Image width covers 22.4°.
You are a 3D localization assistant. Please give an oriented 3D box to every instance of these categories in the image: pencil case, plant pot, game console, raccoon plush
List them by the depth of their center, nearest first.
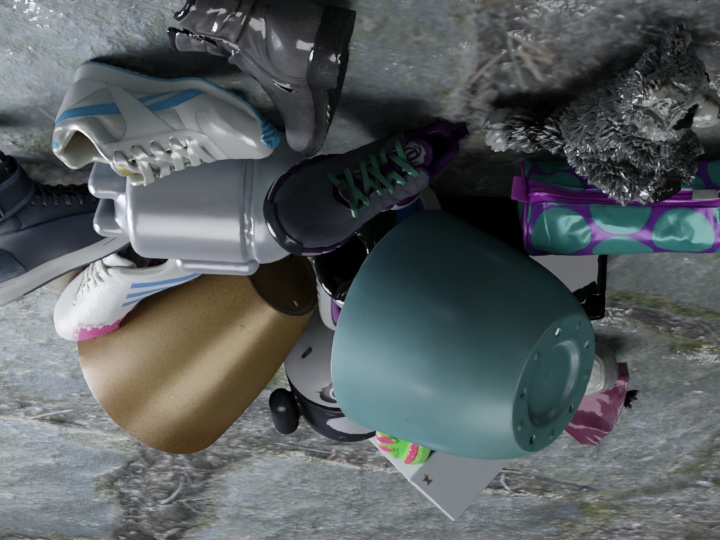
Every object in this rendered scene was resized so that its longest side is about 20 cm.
[{"bbox_3d":[0.176,-0.120,1.367,0.199,0.097,0.134,-2,148,16],"label":"raccoon plush"},{"bbox_3d":[0.230,-0.055,1.504,0.199,0.086,0.092,-1,167,13],"label":"pencil case"},{"bbox_3d":[0.100,0.067,1.535,0.161,0.201,0.201,22,168,33],"label":"plant pot"},{"bbox_3d":[0.130,-0.017,1.693,0.199,0.117,0.176,2,-174,7],"label":"game console"},{"bbox_3d":[-0.136,0.049,1.730,0.186,0.187,0.200,23,136,-36],"label":"plant pot"}]

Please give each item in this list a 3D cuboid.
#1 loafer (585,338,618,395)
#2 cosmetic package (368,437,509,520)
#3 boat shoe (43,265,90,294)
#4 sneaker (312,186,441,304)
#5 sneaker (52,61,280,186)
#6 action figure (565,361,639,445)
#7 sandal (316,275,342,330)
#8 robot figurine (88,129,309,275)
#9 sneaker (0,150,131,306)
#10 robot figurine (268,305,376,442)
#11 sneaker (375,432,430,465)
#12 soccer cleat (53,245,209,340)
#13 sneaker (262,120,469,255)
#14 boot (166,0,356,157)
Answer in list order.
[{"bbox_3d":[0.182,0.071,1.722,0.070,0.070,0.200,-9,-162,-31],"label":"loafer"},{"bbox_3d":[0.081,0.179,1.918,0.071,0.101,0.200,44,178,-17],"label":"cosmetic package"},{"bbox_3d":[-0.303,-0.034,1.685,0.072,0.060,0.200,-49,144,9],"label":"boat shoe"},{"bbox_3d":[0.000,0.020,1.590,0.111,0.077,0.201,-15,132,-42],"label":"sneaker"},{"bbox_3d":[-0.150,-0.104,1.412,0.199,0.081,0.077,10,159,32],"label":"sneaker"},{"bbox_3d":[0.185,0.101,1.896,0.199,0.134,0.149,22,-163,-8],"label":"action figure"},{"bbox_3d":[-0.004,0.006,1.680,0.050,0.083,0.203,24,160,17],"label":"sandal"},{"bbox_3d":[-0.122,-0.065,1.512,0.199,0.113,0.170,4,133,4],"label":"robot figurine"},{"bbox_3d":[-0.270,-0.073,1.568,0.202,0.147,0.077,-28,-157,-13],"label":"sneaker"},{"bbox_3d":[-0.013,0.103,1.857,0.124,0.151,0.200,14,158,11],"label":"robot figurine"},{"bbox_3d":[0.064,0.103,1.775,0.076,0.084,0.200,26,135,4],"label":"sneaker"},{"bbox_3d":[-0.221,-0.001,1.655,0.200,0.070,0.086,-28,149,27],"label":"soccer cleat"},{"bbox_3d":[0.005,-0.077,1.441,0.087,0.075,0.200,-36,177,41],"label":"sneaker"},{"bbox_3d":[-0.077,-0.160,1.367,0.131,0.070,0.200,15,155,0],"label":"boot"}]
